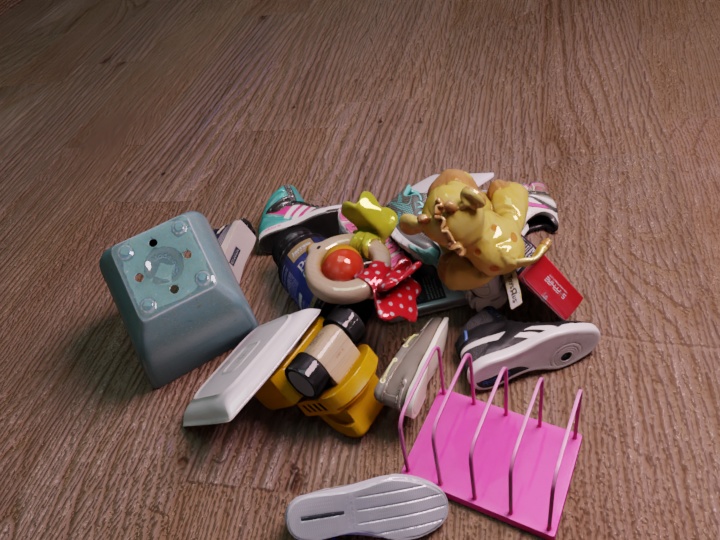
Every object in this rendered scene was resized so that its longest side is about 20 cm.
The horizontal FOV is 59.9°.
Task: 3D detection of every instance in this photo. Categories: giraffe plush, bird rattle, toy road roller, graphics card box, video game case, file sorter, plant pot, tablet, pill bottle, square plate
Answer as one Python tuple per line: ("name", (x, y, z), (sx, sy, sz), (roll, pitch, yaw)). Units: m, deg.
("giraffe plush", (0.138, -0.061, 0.836), (0.173, 0.160, 0.203), (-44, 36, 19))
("bird rattle", (0.000, 0.000, 0.892), (0.157, 0.114, 0.204), (-14, 50, -1))
("toy road roller", (-0.049, 0.155, 0.875), (0.123, 0.147, 0.198), (-48, 15, -33))
("graphics card box", (0.237, -0.022, 0.943), (0.051, 0.125, 0.201), (-47, 32, 9))
("video game case", (0.114, -0.008, 1.060), (0.176, 0.024, 0.203), (-13, 43, 0))
("file sorter", (0.157, 0.194, 0.753), (0.195, 0.128, 0.140), (14, 48, 27))
("plant pot", (-0.277, 0.025, 0.934), (0.192, 0.201, 0.200), (-26, 75, -16))
("tablet", (0.142, -0.148, 1.148), (0.128, 0.014, 0.199), (-33, 19, -19))
("pill bottle", (-0.069, 0.012, 1.017), (0.110, 0.114, 0.200), (-28, 44, -17))
("square plate", (-0.163, 0.134, 0.888), (0.196, 0.029, 0.201), (-23, 23, 54))

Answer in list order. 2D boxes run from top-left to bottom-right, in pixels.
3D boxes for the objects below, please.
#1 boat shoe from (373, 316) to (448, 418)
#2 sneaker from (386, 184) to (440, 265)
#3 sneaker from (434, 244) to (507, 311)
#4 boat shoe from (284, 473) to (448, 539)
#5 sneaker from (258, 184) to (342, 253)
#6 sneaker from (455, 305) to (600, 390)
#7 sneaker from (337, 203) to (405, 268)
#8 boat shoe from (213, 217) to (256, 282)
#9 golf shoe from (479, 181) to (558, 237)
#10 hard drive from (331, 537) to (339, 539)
("boat shoe", (0.077, 0.121, 0.867), (0.058, 0.074, 0.202), (12, 31, 17))
("sneaker", (0.089, -0.084, 1.026), (0.092, 0.077, 0.201), (-52, 31, 11))
("sneaker", (0.163, -0.025, 0.990), (0.074, 0.083, 0.201), (-26, 43, -13))
("boat shoe", (0.006, 0.278, 0.747), (0.192, 0.062, 0.075), (-1, 86, -5))
("sneaker", (-0.102, -0.112, 1.187), (0.193, 0.085, 0.123), (-14, 51, 0))
("sneaker", (0.229, 0.086, 0.891), (0.193, 0.075, 0.113), (-16, 40, -3))
("sneaker", (0.020, -0.014, 1.027), (0.072, 0.089, 0.202), (-23, 61, -20))
("boat shoe", (-0.262, 0.000, 1.124), (0.091, 0.075, 0.204), (-11, 42, 39))
("golf shoe", (0.247, -0.092, 1.068), (0.193, 0.074, 0.094), (-11, 56, -8))
("hard drive", (0.018, 0.389, 0.655), (0.195, 0.026, 0.133), (17, 50, 29))
